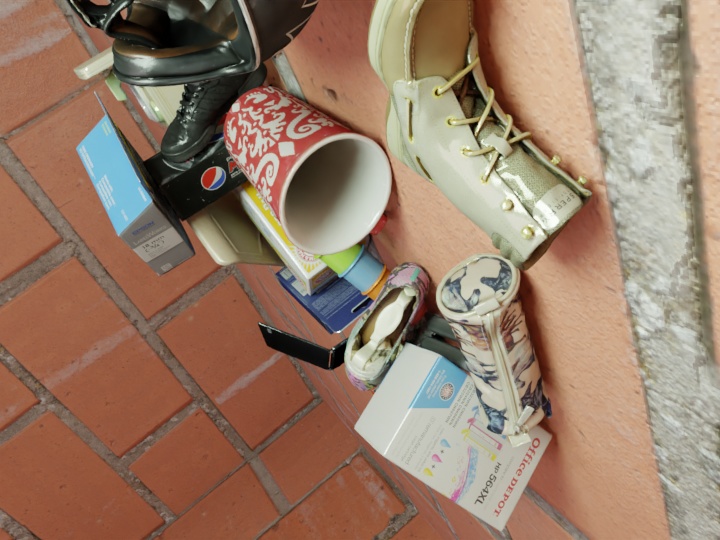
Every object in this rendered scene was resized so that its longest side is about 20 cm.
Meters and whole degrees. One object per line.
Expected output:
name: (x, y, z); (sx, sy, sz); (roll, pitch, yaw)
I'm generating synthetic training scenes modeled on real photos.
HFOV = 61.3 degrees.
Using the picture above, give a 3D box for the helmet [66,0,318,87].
helmet: (-0.116, -0.238, 0.433); (0.200, 0.188, 0.203); (-8, -90, -82)

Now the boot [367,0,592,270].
boot: (0.079, -0.089, 0.385); (0.155, 0.072, 0.200); (49, 170, 21)

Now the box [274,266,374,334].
box: (-0.036, 0.021, 0.918); (0.200, 0.121, 0.033); (37, 160, 49)

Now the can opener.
can opener: (0.114, 0.091, 0.775); (0.066, 0.054, 0.200); (24, 177, -22)

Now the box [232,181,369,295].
box: (-0.090, -0.081, 0.875); (0.201, 0.112, 0.101); (51, 168, 9)

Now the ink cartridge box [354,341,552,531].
ink cartridge box: (0.118, 0.200, 0.732); (0.199, 0.129, 0.125); (35, 171, -12)

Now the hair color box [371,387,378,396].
hair color box: (0.110, 0.236, 0.973); (0.064, 0.110, 0.201); (29, 151, 58)

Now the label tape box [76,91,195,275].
label tape box: (-0.291, -0.100, 0.763); (0.145, 0.063, 0.200); (57, 172, 20)

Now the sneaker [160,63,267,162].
sneaker: (-0.183, -0.226, 0.708); (0.060, 0.200, 0.104); (45, 180, 32)

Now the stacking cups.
stacking cups: (0.000, 0.000, 0.795); (0.200, 0.061, 0.060); (41, 169, -15)

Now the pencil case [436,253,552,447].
pencil case: (0.131, 0.077, 0.584); (0.090, 0.077, 0.201); (-114, -1, -53)

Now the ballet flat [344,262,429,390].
ballet flat: (0.023, 0.081, 0.760); (0.069, 0.201, 0.071); (32, -154, 8)

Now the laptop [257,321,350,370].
laptop: (-0.050, 0.095, 0.996); (0.104, 0.199, 0.178); (55, 167, 13)

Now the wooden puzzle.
wooden puzzle: (-0.199, -0.077, 0.901); (0.186, 0.037, 0.200); (52, -163, 12)

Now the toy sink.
toy sink: (-0.258, -0.266, 0.810); (0.130, 0.199, 0.113); (29, 152, 57)

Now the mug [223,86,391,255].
mug: (-0.067, -0.110, 0.704); (0.200, 0.133, 0.179); (45, 162, 43)

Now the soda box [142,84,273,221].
soda box: (-0.173, -0.154, 0.789); (0.063, 0.199, 0.071); (46, 165, 35)

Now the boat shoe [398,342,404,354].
boat shoe: (0.069, 0.192, 1.092); (0.074, 0.066, 0.201); (45, 163, 32)
